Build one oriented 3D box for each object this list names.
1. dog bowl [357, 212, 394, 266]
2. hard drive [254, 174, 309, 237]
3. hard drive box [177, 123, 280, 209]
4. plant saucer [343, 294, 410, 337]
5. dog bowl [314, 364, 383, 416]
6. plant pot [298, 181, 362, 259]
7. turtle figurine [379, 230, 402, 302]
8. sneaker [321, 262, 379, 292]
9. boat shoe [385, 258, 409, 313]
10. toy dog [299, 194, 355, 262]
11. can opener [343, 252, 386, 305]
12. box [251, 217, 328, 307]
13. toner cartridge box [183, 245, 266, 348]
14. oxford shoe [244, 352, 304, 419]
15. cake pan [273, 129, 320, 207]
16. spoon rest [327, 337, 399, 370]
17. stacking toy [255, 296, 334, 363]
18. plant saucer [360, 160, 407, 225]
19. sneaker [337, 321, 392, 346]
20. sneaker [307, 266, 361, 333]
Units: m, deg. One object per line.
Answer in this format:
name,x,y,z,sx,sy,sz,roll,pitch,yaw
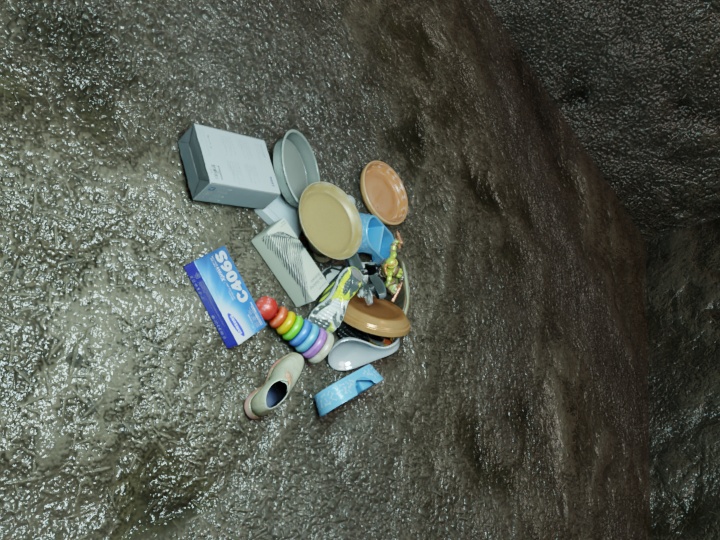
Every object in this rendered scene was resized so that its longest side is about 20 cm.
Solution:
dog bowl,0.038,-0.084,1.755,0.200,0.049,0.112,43,52,-53
hard drive,-0.181,-0.179,1.611,0.132,0.027,0.201,45,45,-26
hard drive box,-0.296,-0.233,1.444,0.199,0.077,0.157,4,61,-47
plant saucer,0.035,0.109,1.613,0.200,0.200,0.038,-5,117,-50
dog bowl,-0.030,0.282,1.508,0.200,0.111,0.050,-18,73,-50
plant pot,-0.077,-0.119,1.551,0.199,0.027,0.201,20,60,-39
turtle figurine,0.082,0.008,1.712,0.161,0.064,0.201,80,11,-68
sneaker,-0.029,0.012,1.660,0.200,0.080,0.074,-20,91,-49
boat shoe,0.117,0.067,1.815,0.076,0.071,0.201,42,46,-51
toy dog,-0.092,-0.116,1.636,0.096,0.132,0.200,23,41,6
can opener,0.000,0.000,1.611,0.066,0.053,0.201,-16,62,-22
box,-0.168,-0.018,1.521,0.200,0.068,0.082,56,41,-15
toner cartridge box,-0.290,0.057,1.368,0.095,0.043,0.201,-36,101,-49
oxford shoe,-0.171,0.250,1.394,0.071,0.074,0.200,54,41,-16
cake pan,-0.158,-0.246,1.569,0.200,0.037,0.202,-9,90,-69
spoon rest,0.013,0.196,1.576,0.199,0.061,0.100,-15,126,-18
stacking toy,-0.158,0.127,1.456,0.200,0.085,0.086,40,47,-20
plant saucer,0.065,-0.228,1.894,0.200,0.037,0.201,22,59,-42
sneaker,0.010,0.157,1.658,0.200,0.070,0.090,34,37,-36
sneaker,-0.066,0.080,1.557,0.074,0.085,0.200,38,85,-11
